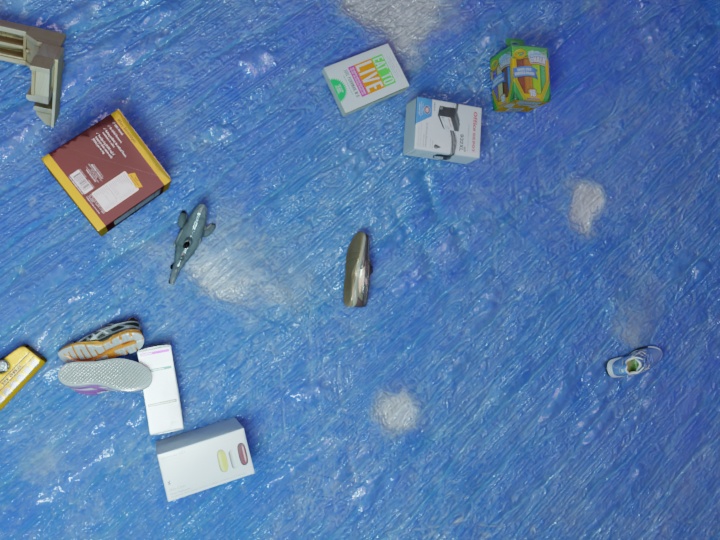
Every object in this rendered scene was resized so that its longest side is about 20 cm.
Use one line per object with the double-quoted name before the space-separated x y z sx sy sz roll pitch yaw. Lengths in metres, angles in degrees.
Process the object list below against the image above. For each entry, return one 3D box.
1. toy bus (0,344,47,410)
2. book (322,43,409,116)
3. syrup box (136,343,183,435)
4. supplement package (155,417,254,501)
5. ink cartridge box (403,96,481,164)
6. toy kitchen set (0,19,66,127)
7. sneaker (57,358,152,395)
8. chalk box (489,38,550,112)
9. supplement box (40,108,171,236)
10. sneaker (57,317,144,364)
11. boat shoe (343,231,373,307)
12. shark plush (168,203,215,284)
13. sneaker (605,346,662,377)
"toy bus" -0.795 0.253 1.476 0.078 0.065 0.200 43 75 -14
"book" 0.013 -0.513 1.801 0.199 0.048 0.134 -27 93 -16
"syrup box" -0.472 0.276 1.579 0.081 0.079 0.201 -8 90 -19
"supplement package" -0.367 0.436 1.569 0.199 0.156 0.111 -14 92 -19
"ink cartridge box" 0.227 -0.384 1.845 0.199 0.084 0.146 5 86 -19
"toy kitchen set" -0.756 -0.425 1.472 0.180 0.200 0.164 8 127 -18
"sneaker" -0.571 0.248 1.527 0.199 0.114 0.073 6 63 -5
"chalk box" 0.453 -0.566 1.910 0.124 0.124 0.201 -4 89 -20
"supplement box" -0.575 -0.220 1.534 0.200 0.133 0.198 -39 100 -16
"sneaker" -0.596 0.167 1.548 0.199 0.077 0.079 -15 130 -4
"boat shoe" 0.000 0.000 1.763 0.065 0.072 0.201 11 81 -30
"shark plush" -0.425 -0.068 1.606 0.091 0.083 0.200 36 77 -15
"sneaker" 0.848 0.284 2.040 0.199 0.077 0.076 -18 92 -20
